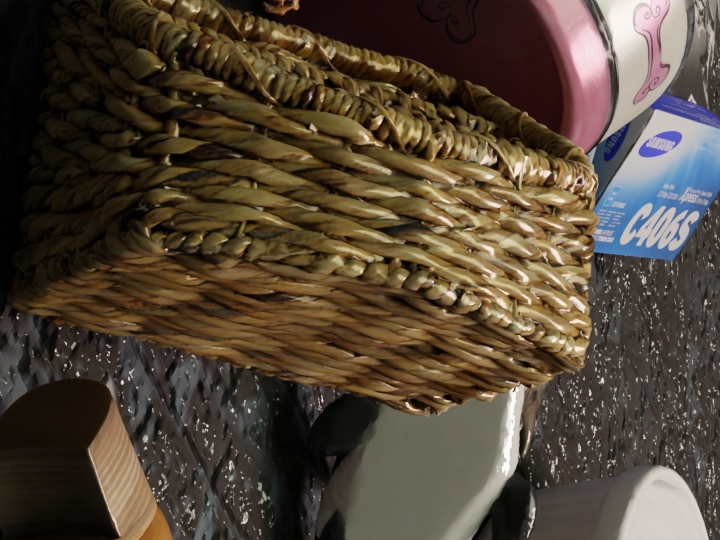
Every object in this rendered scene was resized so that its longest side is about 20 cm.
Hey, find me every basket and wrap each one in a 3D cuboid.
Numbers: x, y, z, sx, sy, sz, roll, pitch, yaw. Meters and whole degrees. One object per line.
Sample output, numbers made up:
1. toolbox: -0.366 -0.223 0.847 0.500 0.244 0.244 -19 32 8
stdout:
1. basket: -0.011 -0.046 0.821 0.199 0.143 0.150 16 69 -26

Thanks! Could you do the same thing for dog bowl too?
1. dog bowl: 0.042 -0.121 0.981 0.074 0.200 0.201 -51 135 -30

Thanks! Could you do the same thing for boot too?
1. boot: -0.116 0.151 0.760 0.200 0.076 0.156 -66 148 -56

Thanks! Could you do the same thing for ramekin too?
1. ramekin: 0.124 0.207 1.220 0.202 0.094 0.203 10 79 -64

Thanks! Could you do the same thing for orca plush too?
1. orca plush: 0.026 0.115 1.011 0.071 0.105 0.201 -12 110 -83

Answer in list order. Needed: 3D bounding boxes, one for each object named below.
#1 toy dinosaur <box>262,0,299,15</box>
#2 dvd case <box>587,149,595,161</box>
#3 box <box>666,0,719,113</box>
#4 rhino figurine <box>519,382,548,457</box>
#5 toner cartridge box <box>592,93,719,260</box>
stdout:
1. toy dinosaur: -0.066 -0.176 0.806 0.102 0.135 0.201 -46 129 -58
2. dvd case: 0.108 -0.150 1.079 0.200 0.017 0.143 97 -10 -61
3. box: 0.182 -0.186 1.434 0.200 0.048 0.159 50 45 -53
4. rhino figurine: 0.063 0.011 1.149 0.087 0.060 0.201 -47 132 -49
5. toner cartridge box: 0.167 -0.058 1.343 0.095 0.043 0.200 -59 158 13
